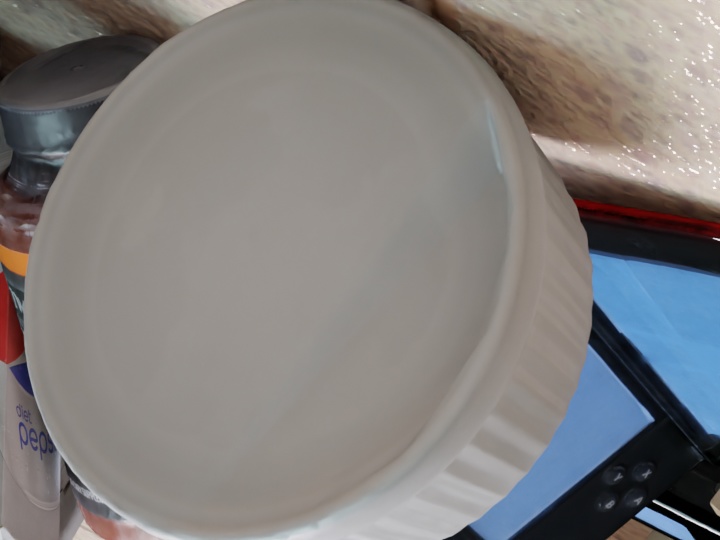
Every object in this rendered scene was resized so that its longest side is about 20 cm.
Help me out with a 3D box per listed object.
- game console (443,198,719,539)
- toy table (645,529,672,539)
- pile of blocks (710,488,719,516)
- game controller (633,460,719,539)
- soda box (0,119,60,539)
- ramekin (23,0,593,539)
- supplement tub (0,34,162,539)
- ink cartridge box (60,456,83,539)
[{"bbox_3d":[0.096,0.062,1.139,0.200,0.172,0.119,47,-176,-44],"label":"game console"},{"bbox_3d":[0.092,0.167,1.455,0.184,0.117,0.200,19,160,39],"label":"toy table"},{"bbox_3d":[0.198,0.104,1.140,0.082,0.062,0.200,37,178,38],"label":"pile of blocks"},{"bbox_3d":[0.104,0.088,1.332,0.200,0.042,0.104,26,164,19],"label":"game controller"},{"bbox_3d":[-0.167,0.035,1.264,0.068,0.200,0.063,-9,150,13],"label":"soda box"},{"bbox_3d":[-0.011,0.011,1.043,0.202,0.203,0.094,20,171,36],"label":"ramekin"},{"bbox_3d":[-0.090,0.008,1.227,0.107,0.107,0.200,14,127,47],"label":"supplement tub"},{"bbox_3d":[-0.210,0.087,1.399,0.146,0.084,0.200,29,165,5],"label":"ink cartridge box"}]
